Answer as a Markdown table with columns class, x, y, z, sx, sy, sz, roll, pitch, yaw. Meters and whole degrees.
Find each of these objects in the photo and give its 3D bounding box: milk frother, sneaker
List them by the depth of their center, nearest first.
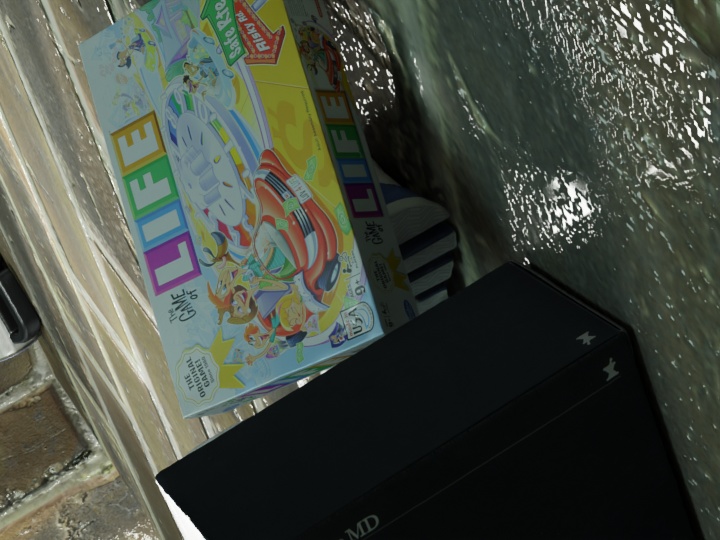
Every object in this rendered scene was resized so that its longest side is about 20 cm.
| class | x | y | z | sx | sy | sz | roll | pitch | yaw |
| --- | --- | --- | --- | --- | --- | --- | --- | --- | --- |
| sneaker | 0.000 | 0.000 | 1.050 | 0.115 | 0.080 | 0.200 | 54 | 159 | 36 |
| milk frother | -0.686 | 0.083 | 3.475 | 0.189 | 0.199 | 0.180 | 63 | 162 | -18 |

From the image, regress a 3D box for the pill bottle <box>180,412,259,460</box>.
| class | x | y | z | sx | sy | sz | roll | pitch | yaw |
| --- | --- | --- | --- | --- | --- | --- | --- | --- | --- |
| pill bottle | -0.017 | 0.174 | 1.025 | 0.201 | 0.112 | 0.113 | 64 | 168 | 12 |

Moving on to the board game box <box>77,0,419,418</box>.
| class | x | y | z | sx | sy | sz | roll | pitch | yaw |
| --- | --- | --- | --- | --- | --- | --- | --- | --- | --- |
| board game box | -0.057 | -0.044 | 0.960 | 0.134 | 0.034 | 0.201 | -24 | 78 | 35 |

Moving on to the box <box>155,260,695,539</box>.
| class | x | y | z | sx | sy | sz | roll | pitch | yaw |
| --- | --- | --- | --- | --- | --- | --- | --- | --- | --- |
| box | 0.041 | 0.130 | 0.886 | 0.104 | 0.199 | 0.183 | 36 | 152 | 57 |
